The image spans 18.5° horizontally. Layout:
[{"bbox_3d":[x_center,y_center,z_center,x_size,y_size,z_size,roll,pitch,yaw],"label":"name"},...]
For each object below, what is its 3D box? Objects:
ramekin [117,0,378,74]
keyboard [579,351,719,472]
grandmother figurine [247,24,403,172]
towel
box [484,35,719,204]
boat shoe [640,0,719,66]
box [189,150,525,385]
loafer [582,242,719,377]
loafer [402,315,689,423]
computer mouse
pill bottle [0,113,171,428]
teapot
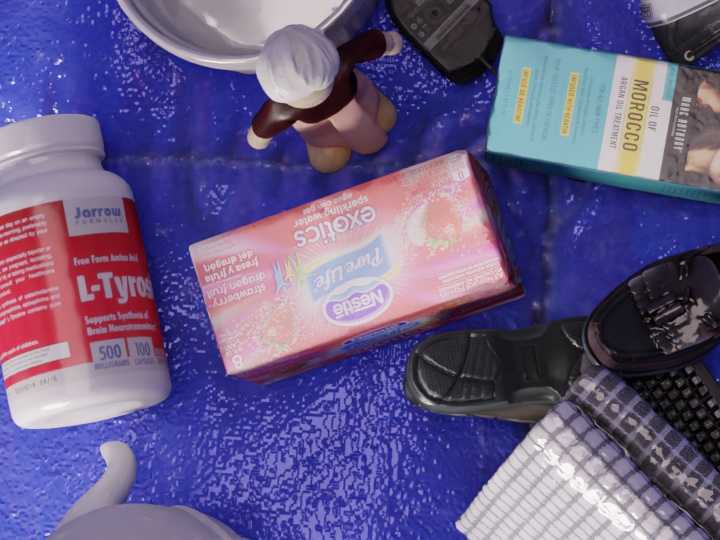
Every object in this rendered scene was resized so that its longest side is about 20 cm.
[{"bbox_3d":[-0.071,-0.228,1.517,0.199,0.105,0.201,-1,82,11],"label":"ramekin"},{"bbox_3d":[0.243,0.108,1.430,0.127,0.021,0.200,-32,85,-15],"label":"keyboard"},{"bbox_3d":[-0.022,-0.117,1.444,0.121,0.200,0.061,-46,77,4],"label":"grandmother figurine"},{"bbox_3d":[0.165,0.161,1.384,0.166,0.200,0.086,43,64,9],"label":"towel"},{"bbox_3d":[0.186,-0.097,1.463,0.199,0.049,0.083,10,85,5],"label":"box"},{"bbox_3d":[0.286,-0.195,1.466,0.199,0.069,0.057,-23,99,9],"label":"boat shoe"},{"bbox_3d":[0.000,0.000,1.476,0.199,0.103,0.095,-19,80,8],"label":"box"},{"bbox_3d":[0.235,0.007,1.412,0.199,0.063,0.072,-20,72,-16],"label":"loafer"},{"bbox_3d":[0.126,0.070,1.464,0.199,0.063,0.072,2,73,-7],"label":"loafer"},{"bbox_3d":[0.093,-0.134,1.514,0.059,0.034,0.200,-43,83,-2],"label":"computer mouse"},{"bbox_3d":[-0.202,0.001,1.512,0.112,0.112,0.201,-14,81,10],"label":"pill bottle"},{"bbox_3d":[-0.118,0.230,1.451,0.146,0.197,0.201,-33,110,-31],"label":"teapot"}]
